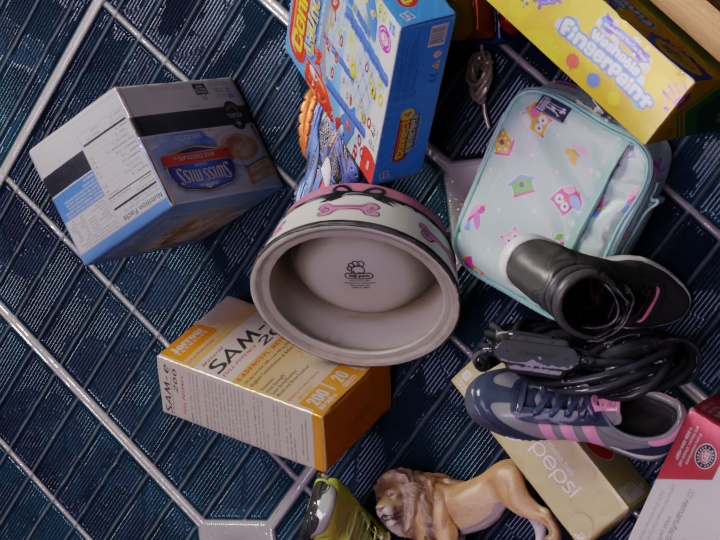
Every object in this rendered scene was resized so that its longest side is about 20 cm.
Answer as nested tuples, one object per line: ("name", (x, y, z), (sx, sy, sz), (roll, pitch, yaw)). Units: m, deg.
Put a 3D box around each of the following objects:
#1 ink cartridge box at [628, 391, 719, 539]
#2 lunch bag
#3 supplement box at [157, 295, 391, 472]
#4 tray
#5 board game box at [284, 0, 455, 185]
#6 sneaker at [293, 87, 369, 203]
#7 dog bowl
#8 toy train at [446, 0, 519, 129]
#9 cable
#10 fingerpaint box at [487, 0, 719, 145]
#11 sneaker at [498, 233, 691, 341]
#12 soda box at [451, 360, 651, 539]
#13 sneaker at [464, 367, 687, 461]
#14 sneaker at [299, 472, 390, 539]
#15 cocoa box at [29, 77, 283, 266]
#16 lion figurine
("ink cartridge box", (0.357, 0.221, 1.576), (0.200, 0.083, 0.147), (30, 111, 25))
("lunch bag", (0.185, -0.063, 1.640), (0.160, 0.077, 0.201), (33, 114, 24))
("supplement box", (-0.085, 0.109, 1.795), (0.199, 0.126, 0.074), (17, 128, 27))
("tray", (0.326, -0.191, 1.522), (0.200, 0.099, 0.037), (46, 119, 17))
("board game box", (0.004, -0.217, 1.654), (0.196, 0.056, 0.200), (59, 154, 33))
("sneaker", (-0.018, -0.083, 1.766), (0.078, 0.075, 0.201), (5, 102, 27))
("dog bowl", (0.000, 0.000, 1.699), (0.199, 0.074, 0.201), (6, 139, 6))
("toy train", (0.090, -0.226, 1.651), (0.084, 0.116, 0.201), (0, 97, 32))
("cable", (0.204, 0.078, 1.602), (0.199, 0.163, 0.051), (4, 96, 19))
("fingerpaint box", (0.222, -0.201, 1.545), (0.200, 0.167, 0.073), (45, 117, 17))
("sneaker", (0.220, 0.030, 1.559), (0.071, 0.199, 0.099), (-65, 31, 17))
("soda box", (0.179, 0.155, 1.687), (0.068, 0.064, 0.200), (-45, 74, 28))
("sneaker", (0.195, 0.117, 1.611), (0.199, 0.082, 0.070), (9, 68, -6))
("sneaker", (-0.009, 0.250, 1.761), (0.076, 0.200, 0.076), (13, 73, 15))
("cocoa box", (-0.199, -0.100, 1.797), (0.133, 0.200, 0.132), (-31, 82, 30))
("lion figurine", (0.113, 0.225, 1.744), (0.199, 0.072, 0.123), (-23, 77, 18))
